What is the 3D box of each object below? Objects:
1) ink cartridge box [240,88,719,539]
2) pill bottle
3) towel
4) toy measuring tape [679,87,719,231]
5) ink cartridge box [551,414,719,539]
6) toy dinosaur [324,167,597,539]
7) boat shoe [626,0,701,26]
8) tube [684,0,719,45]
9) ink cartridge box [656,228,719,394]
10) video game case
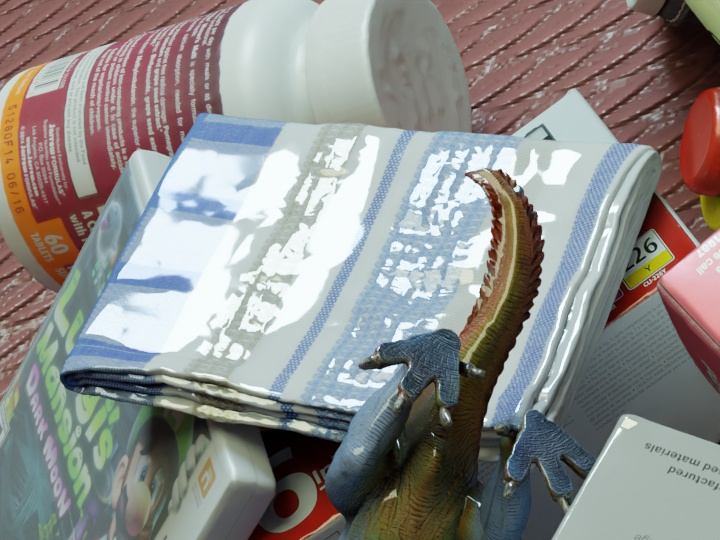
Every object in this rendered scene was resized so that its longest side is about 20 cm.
[{"bbox_3d":[0.035,0.033,1.103,0.200,0.084,0.176,-36,36,3],"label":"ink cartridge box"},{"bbox_3d":[-0.059,-0.059,1.260,0.199,0.110,0.110,-14,42,29],"label":"pill bottle"},{"bbox_3d":[0.000,0.000,1.038,0.199,0.024,0.147,7,52,26],"label":"towel"},{"bbox_3d":[0.159,-0.014,1.072,0.073,0.074,0.201,-20,46,22],"label":"toy measuring tape"},{"bbox_3d":[0.080,0.170,0.852,0.083,0.145,0.200,19,61,28],"label":"ink cartridge box"},{"bbox_3d":[0.023,0.103,0.948,0.105,0.182,0.200,27,49,3],"label":"toy dinosaur"},{"bbox_3d":[0.158,-0.172,1.263,0.062,0.073,0.200,17,40,-3],"label":"boat shoe"},{"bbox_3d":[0.175,-0.062,1.039,0.052,0.058,0.200,-33,67,-24],"label":"tube"},{"bbox_3d":[0.215,0.040,0.900,0.146,0.085,0.200,-39,54,-2],"label":"ink cartridge box"},{"bbox_3d":[-0.101,0.081,1.123,0.182,0.023,0.200,-59,31,29],"label":"video game case"}]
